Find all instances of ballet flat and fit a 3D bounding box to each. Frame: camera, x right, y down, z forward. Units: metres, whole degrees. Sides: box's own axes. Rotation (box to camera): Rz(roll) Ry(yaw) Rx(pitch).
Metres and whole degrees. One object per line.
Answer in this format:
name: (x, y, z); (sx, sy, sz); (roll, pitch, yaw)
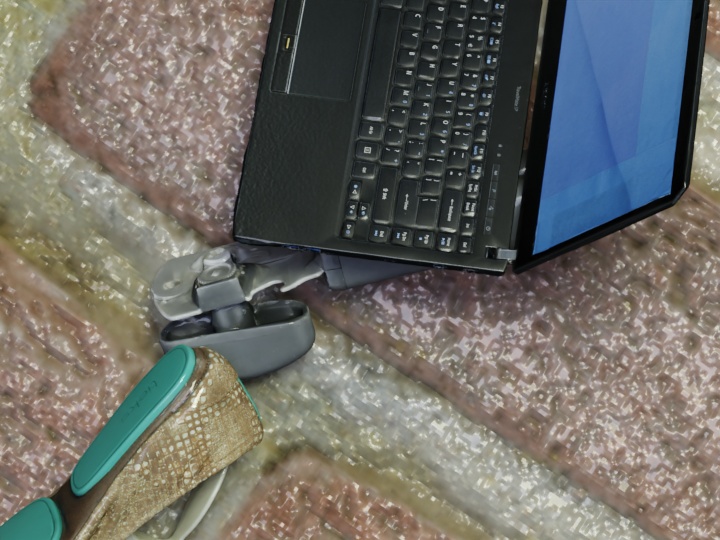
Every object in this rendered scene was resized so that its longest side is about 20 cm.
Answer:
ballet flat: (-0.121, 0.122, 1.215); (0.200, 0.071, 0.065); (-43, 113, 11)

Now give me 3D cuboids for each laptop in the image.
laptop: (0.051, -0.099, 1.165); (0.198, 0.103, 0.178); (8, 65, 5)

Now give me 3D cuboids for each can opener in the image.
can opener: (0.000, 0.000, 1.228); (0.198, 0.053, 0.067); (-13, 119, 3)
